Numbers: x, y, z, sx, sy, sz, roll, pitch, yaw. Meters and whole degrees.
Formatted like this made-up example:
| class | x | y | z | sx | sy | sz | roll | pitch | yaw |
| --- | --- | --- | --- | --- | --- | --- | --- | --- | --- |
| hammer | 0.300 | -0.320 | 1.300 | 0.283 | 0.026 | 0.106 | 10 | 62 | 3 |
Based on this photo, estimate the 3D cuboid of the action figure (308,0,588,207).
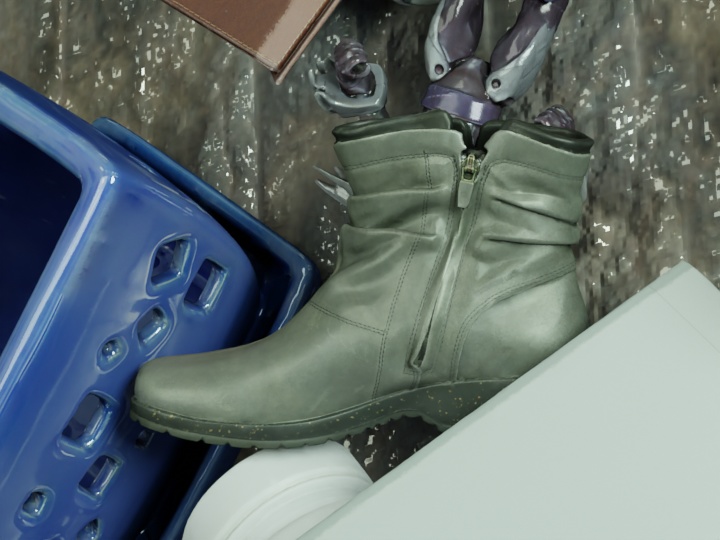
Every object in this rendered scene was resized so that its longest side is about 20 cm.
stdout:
| class | x | y | z | sx | sy | sz | roll | pitch | yaw |
| --- | --- | --- | --- | --- | --- | --- | --- | --- | --- |
| action figure | 0.047 | -0.084 | 1.190 | 0.129 | 0.069 | 0.201 | 20 | 93 | 11 |

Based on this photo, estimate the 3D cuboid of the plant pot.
| class | x | y | z | sx | sy | sz | roll | pitch | yaw |
| --- | --- | --- | --- | --- | --- | --- | --- | --- | --- |
| plant pot | -0.148 | 0.024 | 1.260 | 0.200 | 0.179 | 0.201 | 34 | 100 | 41 |

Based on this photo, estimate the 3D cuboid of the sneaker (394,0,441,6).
| class | x | y | z | sx | sy | sz | roll | pitch | yaw |
| --- | --- | --- | --- | --- | --- | --- | --- | --- | --- |
| sneaker | 0.023 | -0.207 | 1.270 | 0.087 | 0.074 | 0.201 | -25 | 58 | 51 |

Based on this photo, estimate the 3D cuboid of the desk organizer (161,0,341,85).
| class | x | y | z | sx | sy | sz | roll | pitch | yaw |
| --- | --- | --- | --- | --- | --- | --- | --- | --- | --- |
| desk organizer | -0.061 | -0.167 | 1.259 | 0.072 | 0.077 | 0.200 | -52 | 25 | 15 |

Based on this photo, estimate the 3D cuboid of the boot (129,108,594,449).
| class | x | y | z | sx | sy | sz | roll | pitch | yaw |
| --- | --- | --- | --- | --- | --- | --- | --- | --- | --- |
| boot | 0.000 | 0.000 | 1.157 | 0.199 | 0.068 | 0.132 | -4 | 100 | 8 |

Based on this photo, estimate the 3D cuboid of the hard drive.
| class | x | y | z | sx | sy | sz | roll | pitch | yaw |
| --- | --- | --- | --- | --- | --- | --- | --- | --- | --- |
| hard drive | 0.086 | 0.095 | 1.074 | 0.200 | 0.026 | 0.132 | -35 | 53 | -12 |

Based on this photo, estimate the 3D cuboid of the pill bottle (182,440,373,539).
| class | x | y | z | sx | sy | sz | roll | pitch | yaw |
| --- | --- | --- | --- | --- | --- | --- | --- | --- | --- |
| pill bottle | 0.010 | 0.163 | 1.130 | 0.112 | 0.112 | 0.200 | -51 | 52 | 17 |
